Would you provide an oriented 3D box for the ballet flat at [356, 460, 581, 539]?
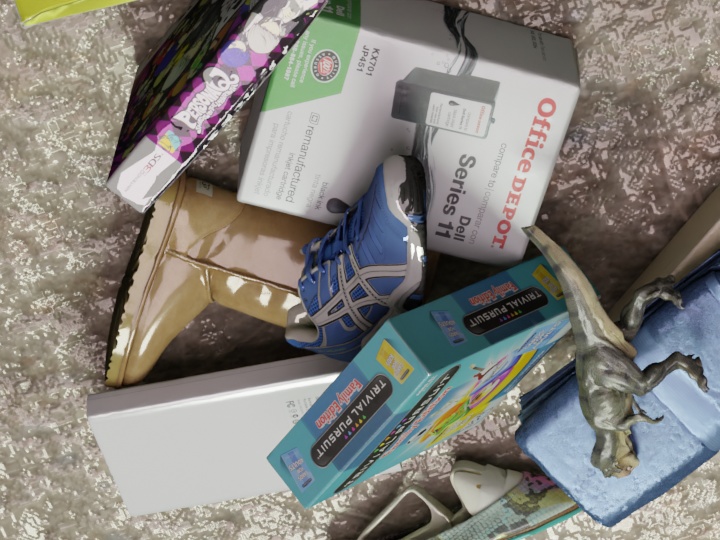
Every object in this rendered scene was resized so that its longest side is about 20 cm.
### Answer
[{"bbox_3d":[0.063,0.180,1.908,0.199,0.069,0.071,-28,94,13],"label":"ballet flat"}]

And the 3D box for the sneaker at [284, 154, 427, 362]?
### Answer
[{"bbox_3d":[0.000,0.000,1.716,0.077,0.076,0.200,8,140,-7],"label":"sneaker"}]

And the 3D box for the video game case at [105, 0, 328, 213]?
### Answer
[{"bbox_3d":[-0.084,-0.146,1.666,0.036,0.200,0.181,37,111,-15],"label":"video game case"}]

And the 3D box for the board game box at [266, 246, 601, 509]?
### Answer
[{"bbox_3d":[0.050,0.069,1.746,0.047,0.200,0.151,51,128,14],"label":"board game box"}]

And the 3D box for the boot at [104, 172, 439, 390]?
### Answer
[{"bbox_3d":[-0.064,0.028,1.827,0.199,0.066,0.176,16,116,-10],"label":"boot"}]

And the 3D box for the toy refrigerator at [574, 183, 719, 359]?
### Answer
[{"bbox_3d":[0.236,0.016,1.821,0.076,0.070,0.200,35,111,-9],"label":"toy refrigerator"}]

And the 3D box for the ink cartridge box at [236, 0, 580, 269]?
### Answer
[{"bbox_3d":[0.031,-0.099,1.753,0.199,0.083,0.147,13,116,-7],"label":"ink cartridge box"}]

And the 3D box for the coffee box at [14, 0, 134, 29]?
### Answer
[{"bbox_3d":[-0.129,-0.289,1.595,0.199,0.198,0.201,-12,116,6],"label":"coffee box"}]

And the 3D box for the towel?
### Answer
[{"bbox_3d":[0.207,0.079,1.786,0.200,0.049,0.112,-39,103,18],"label":"towel"}]

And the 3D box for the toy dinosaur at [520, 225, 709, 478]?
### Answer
[{"bbox_3d":[0.172,0.051,1.722,0.088,0.048,0.201,-17,114,3],"label":"toy dinosaur"}]

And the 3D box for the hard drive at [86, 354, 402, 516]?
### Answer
[{"bbox_3d":[-0.079,0.114,1.862,0.199,0.027,0.132,-10,142,4],"label":"hard drive"}]
